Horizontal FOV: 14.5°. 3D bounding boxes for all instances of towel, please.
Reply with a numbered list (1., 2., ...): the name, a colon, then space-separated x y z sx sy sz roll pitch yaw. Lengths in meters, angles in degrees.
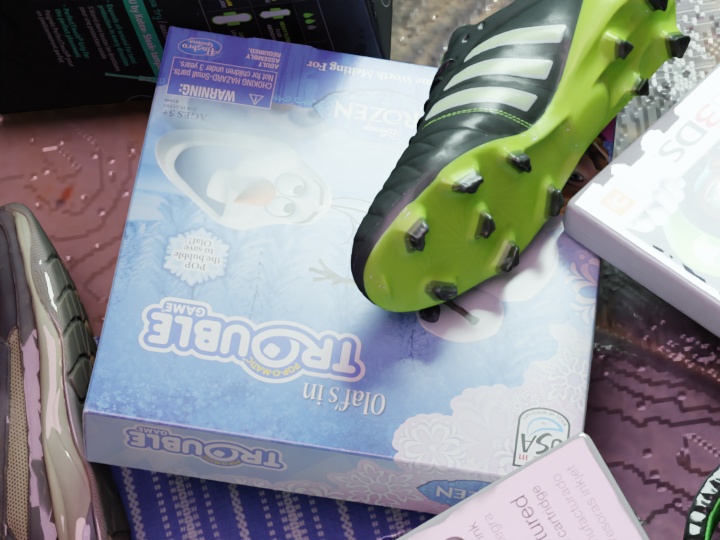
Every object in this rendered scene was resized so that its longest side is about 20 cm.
1. towel: -0.072 0.084 1.212 0.199 0.024 0.145 -19 62 2

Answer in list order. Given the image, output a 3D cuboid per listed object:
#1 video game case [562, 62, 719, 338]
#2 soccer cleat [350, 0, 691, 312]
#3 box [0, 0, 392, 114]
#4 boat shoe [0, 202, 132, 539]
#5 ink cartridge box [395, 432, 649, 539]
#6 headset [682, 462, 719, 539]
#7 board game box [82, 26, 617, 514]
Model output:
1. video game case: 0.216 -0.022 1.162 0.200 0.023 0.182 35 59 23
2. soccer cleat: 0.054 -0.059 1.161 0.081 0.068 0.200 20 57 41
3. box: -0.091 -0.169 1.257 0.199 0.125 0.149 -5 56 10
4. boat shoe: -0.147 0.062 1.183 0.073 0.075 0.201 -15 60 3
5. ink cartridge box: 0.035 0.175 1.045 0.199 0.084 0.145 -30 75 1
6. headset: 0.193 0.157 1.099 0.123 0.094 0.201 -6 52 -5
7. board game box: 0.000 0.000 1.174 0.199 0.043 0.200 8 57 1
